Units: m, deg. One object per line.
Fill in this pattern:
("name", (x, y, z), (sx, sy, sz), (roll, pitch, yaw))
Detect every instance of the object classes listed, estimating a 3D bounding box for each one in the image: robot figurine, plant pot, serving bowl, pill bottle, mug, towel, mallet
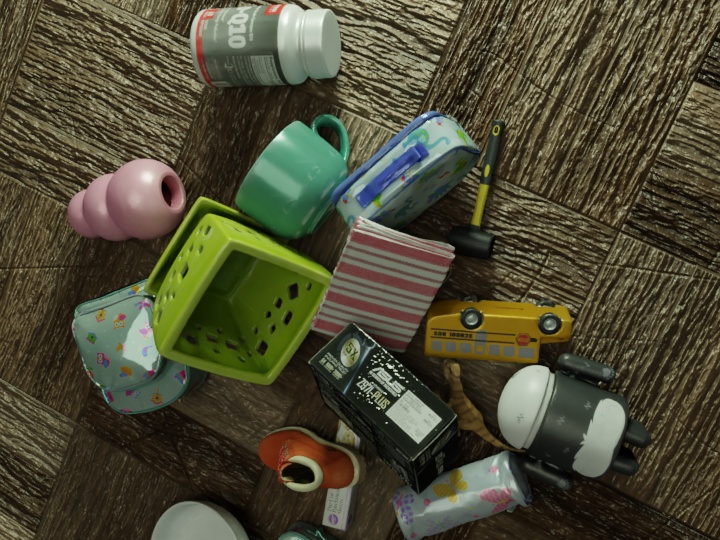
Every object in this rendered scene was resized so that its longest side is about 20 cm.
("robot figurine", (0.287, 0.208, 1.139), (0.200, 0.125, 0.150), (21, 58, 8))
("plant pot", (-0.188, 0.020, 1.209), (0.199, 0.200, 0.182), (-56, 41, 13))
("serving bowl", (-0.241, 0.463, 1.327), (0.200, 0.066, 0.201), (-1, 88, 31))
("pill bottle", (-0.137, -0.330, 1.222), (0.199, 0.114, 0.114), (1, 95, 15))
("mug", (-0.080, -0.133, 1.202), (0.114, 0.152, 0.185), (38, 101, 2))
("towel", (0.028, 0.026, 1.153), (0.146, 0.030, 0.200), (17, 126, -11))
("mallet", (0.167, -0.117, 1.198), (0.066, 0.041, 0.201), (6, 91, 17))

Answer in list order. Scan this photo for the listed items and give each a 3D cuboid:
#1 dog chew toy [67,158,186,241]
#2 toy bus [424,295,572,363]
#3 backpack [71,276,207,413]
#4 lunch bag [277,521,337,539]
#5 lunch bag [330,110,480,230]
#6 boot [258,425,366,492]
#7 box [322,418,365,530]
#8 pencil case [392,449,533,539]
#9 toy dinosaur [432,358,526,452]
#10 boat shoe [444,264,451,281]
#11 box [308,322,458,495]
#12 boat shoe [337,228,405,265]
("dog chew toy", (-0.375, -0.102, 1.309), (0.200, 0.124, 0.125), (-11, 91, 25))
("toy bus", (0.191, 0.083, 1.173), (0.199, 0.065, 0.079), (4, 107, 4))
("backpack", (-0.339, 0.122, 1.298), (0.175, 0.153, 0.200), (-19, 97, 11))
("lunch bag", (-0.063, 0.491, 1.284), (0.200, 0.077, 0.161), (28, 101, 12))
("lunch bag", (0.063, -0.130, 1.153), (0.200, 0.161, 0.083), (-40, 77, 20))
("boot", (-0.100, 0.282, 1.244), (0.200, 0.107, 0.075), (3, 93, 42))
("box", (-0.020, 0.294, 1.276), (0.041, 0.039, 0.201), (12, 97, 17))
("pencil case", (0.147, 0.329, 1.211), (0.200, 0.091, 0.083), (-22, 48, 15))
("toy dinosaur", (0.158, 0.216, 1.201), (0.106, 0.060, 0.200), (-14, 121, 47))
("boat shoe", (0.056, 0.050, 1.226), (0.075, 0.062, 0.200), (43, 105, 7))
("box", (0.035, 0.192, 1.151), (0.086, 0.164, 0.200), (-42, 63, -17))
("boat shoe", (0.000, 0.000, 1.214), (0.200, 0.072, 0.071), (-35, 115, 25))
